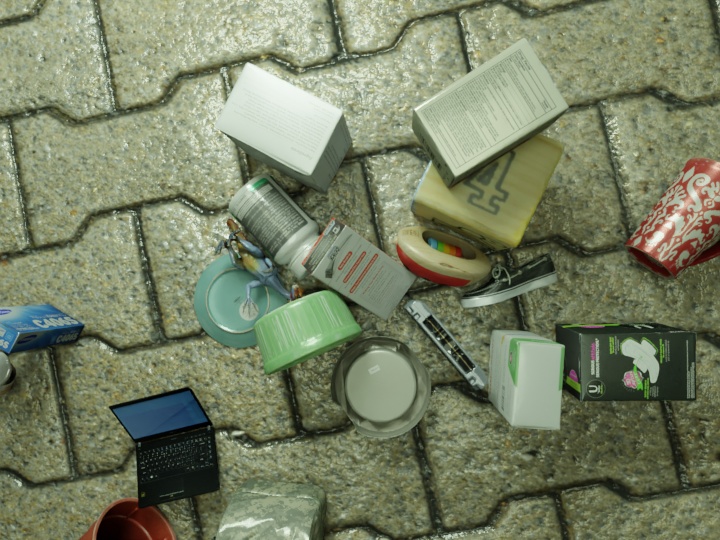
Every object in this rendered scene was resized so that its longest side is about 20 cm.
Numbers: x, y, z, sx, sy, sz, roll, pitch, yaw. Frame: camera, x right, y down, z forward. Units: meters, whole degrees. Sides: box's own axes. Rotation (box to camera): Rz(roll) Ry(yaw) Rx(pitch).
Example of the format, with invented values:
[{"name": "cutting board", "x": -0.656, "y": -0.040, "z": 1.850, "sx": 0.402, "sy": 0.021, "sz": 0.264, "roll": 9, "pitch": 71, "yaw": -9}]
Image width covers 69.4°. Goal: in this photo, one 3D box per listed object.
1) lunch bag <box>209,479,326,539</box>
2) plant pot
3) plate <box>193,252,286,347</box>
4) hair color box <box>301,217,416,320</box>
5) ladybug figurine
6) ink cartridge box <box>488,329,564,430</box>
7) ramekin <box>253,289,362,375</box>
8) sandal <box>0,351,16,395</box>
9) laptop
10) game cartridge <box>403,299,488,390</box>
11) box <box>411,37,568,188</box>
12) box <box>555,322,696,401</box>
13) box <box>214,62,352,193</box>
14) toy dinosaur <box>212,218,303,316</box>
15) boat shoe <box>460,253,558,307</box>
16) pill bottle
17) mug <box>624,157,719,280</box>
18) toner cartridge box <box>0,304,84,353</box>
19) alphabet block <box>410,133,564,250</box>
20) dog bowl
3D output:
[{"name": "lunch bag", "x": -0.173, "y": 0.505, "z": 1.005, "sx": 0.199, "sy": 0.168, "sz": 0.140, "roll": 5, "pitch": 90, "yaw": 4}, {"name": "plant pot", "x": -0.504, "y": 0.592, "z": 1.025, "sx": 0.195, "sy": 0.201, "sz": 0.201, "roll": -37, "pitch": 88, "yaw": 11}, {"name": "plate", "x": -0.254, "y": 0.062, "z": 1.084, "sx": 0.199, "sy": 0.026, "sz": 0.201, "roll": 0, "pitch": 89, "yaw": 4}, {"name": "hair color box", "x": 0.000, "y": 0.000, "z": 0.998, "sx": 0.200, "sy": 0.064, "sz": 0.111, "roll": 34, "pitch": 92, "yaw": -34}, {"name": "ladybug figurine", "x": 0.153, "y": -0.023, "z": 1.011, "sx": 0.199, "sy": 0.136, "sz": 0.072, "roll": 19, "pitch": 121, "yaw": -7}, {"name": "ink cartridge box", "x": 0.298, "y": 0.192, "z": 0.959, "sx": 0.087, "sy": 0.200, "sz": 0.146, "roll": 3, "pitch": 89, "yaw": 1}, {"name": "ramekin", "x": -0.105, "y": 0.114, "z": 0.992, "sx": 0.199, "sy": 0.200, "sz": 0.098, "roll": -25, "pitch": 81, "yaw": 3}, {"name": "sandal", "x": -0.784, "y": 0.235, "z": 1.108, "sx": 0.206, "sy": 0.059, "sz": 0.079, "roll": -34, "pitch": 70, "yaw": 24}, {"name": "laptop", "x": -0.395, "y": 0.359, "z": 1.050, "sx": 0.176, "sy": 0.103, "sz": 0.201, "roll": -14, "pitch": 69, "yaw": 4}, {"name": "game cartridge", "x": 0.160, "y": 0.136, "z": 1.001, "sx": 0.040, "sy": 0.133, "sz": 0.200, "roll": -40, "pitch": 88, "yaw": -4}, {"name": "box", "x": 0.196, "y": -0.241, "z": 0.823, "sx": 0.199, "sy": 0.109, "sz": 0.128, "roll": -31, "pitch": 87, "yaw": 3}, {"name": "box", "x": 0.485, "y": 0.166, "z": 0.971, "sx": 0.199, "sy": 0.149, "sz": 0.125, "roll": -1, "pitch": 91, "yaw": 3}, {"name": "box", "x": -0.135, "y": -0.259, "z": 0.989, "sx": 0.199, "sy": 0.199, "sz": 0.131, "roll": 28, "pitch": 91, "yaw": 3}, {"name": "toy dinosaur", "x": -0.191, "y": -0.013, "z": 1.040, "sx": 0.181, "sy": 0.201, "sz": 0.105, "roll": 35, "pitch": 126, "yaw": -27}, {"name": "boat shoe", "x": 0.286, "y": 0.018, "z": 1.022, "sx": 0.198, "sy": 0.074, "sz": 0.068, "roll": -18, "pitch": 93, "yaw": 3}, {"name": "pill bottle", "x": -0.155, "y": -0.085, "z": 1.034, "sx": 0.113, "sy": 0.113, "sz": 0.200, "roll": -44, "pitch": 86, "yaw": 3}, {"name": "mug", "x": 0.625, "y": -0.078, "z": 0.975, "sx": 0.177, "sy": 0.133, "sz": 0.200, "roll": 40, "pitch": 96, "yaw": 5}, {"name": "toner cartridge box", "x": -0.648, "y": 0.110, "z": 1.023, "sx": 0.095, "sy": 0.200, "sz": 0.043, "roll": 27, "pitch": 90, "yaw": 3}, {"name": "alphabet block", "x": 0.223, "y": -0.166, "z": 0.970, "sx": 0.199, "sy": 0.195, "sz": 0.197, "roll": 25, "pitch": 93, "yaw": 3}, {"name": "dog bowl", "x": 0.041, "y": 0.229, "z": 1.047, "sx": 0.199, "sy": 0.059, "sz": 0.201, "roll": 0, "pitch": 89, "yaw": 3}]
